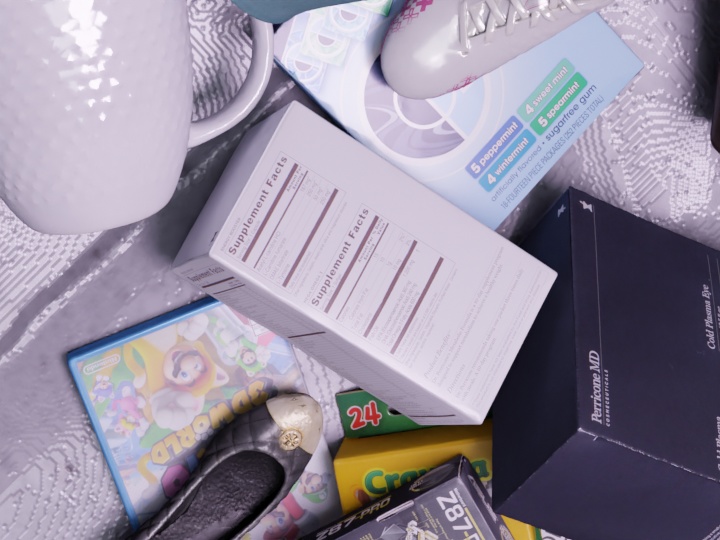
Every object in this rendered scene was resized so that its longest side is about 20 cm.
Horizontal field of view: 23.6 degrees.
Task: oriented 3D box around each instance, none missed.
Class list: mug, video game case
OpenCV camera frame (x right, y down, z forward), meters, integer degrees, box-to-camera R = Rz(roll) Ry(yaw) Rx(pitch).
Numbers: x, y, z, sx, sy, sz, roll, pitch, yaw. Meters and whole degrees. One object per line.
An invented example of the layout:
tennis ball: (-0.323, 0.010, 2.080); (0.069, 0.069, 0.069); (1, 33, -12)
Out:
mug: (-0.146, -0.124, 1.018); (0.198, 0.148, 0.177); (-15, 111, -18)
video game case: (-0.096, 0.121, 1.157); (0.142, 0.018, 0.202); (-21, 108, -9)

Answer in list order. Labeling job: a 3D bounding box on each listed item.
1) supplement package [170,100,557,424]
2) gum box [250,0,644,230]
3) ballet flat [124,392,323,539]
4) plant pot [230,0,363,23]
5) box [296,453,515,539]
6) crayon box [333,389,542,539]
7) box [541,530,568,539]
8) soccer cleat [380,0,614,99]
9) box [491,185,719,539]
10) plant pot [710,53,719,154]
supplement package: (0.000, 0.000, 1.078); (0.199, 0.114, 0.110); (32, 76, -14)
gum box: (0.058, -0.141, 1.114); (0.200, 0.045, 0.170); (43, 90, -20)
ballet flat: (-0.095, 0.161, 1.128); (0.200, 0.057, 0.066); (-46, 111, 1)
plant pot: (-0.006, -0.240, 0.977); (0.187, 0.201, 0.201); (-25, 112, 25)
box: (0.046, 0.245, 1.130); (0.160, 0.049, 0.201); (-29, 98, 15)
crayon box: (0.056, 0.175, 1.164); (0.126, 0.051, 0.202); (-10, 101, 11)
box: (0.182, 0.150, 1.224); (0.198, 0.036, 0.145); (23, 98, -19)
soccer cleat: (0.101, -0.171, 1.049); (0.199, 0.086, 0.070); (-34, 109, -5)
box: (0.185, 0.077, 1.113); (0.181, 0.201, 0.104); (22, 135, -18)
plant pot: (0.314, -0.162, 1.105); (0.198, 0.200, 0.200); (3, 111, -15)
